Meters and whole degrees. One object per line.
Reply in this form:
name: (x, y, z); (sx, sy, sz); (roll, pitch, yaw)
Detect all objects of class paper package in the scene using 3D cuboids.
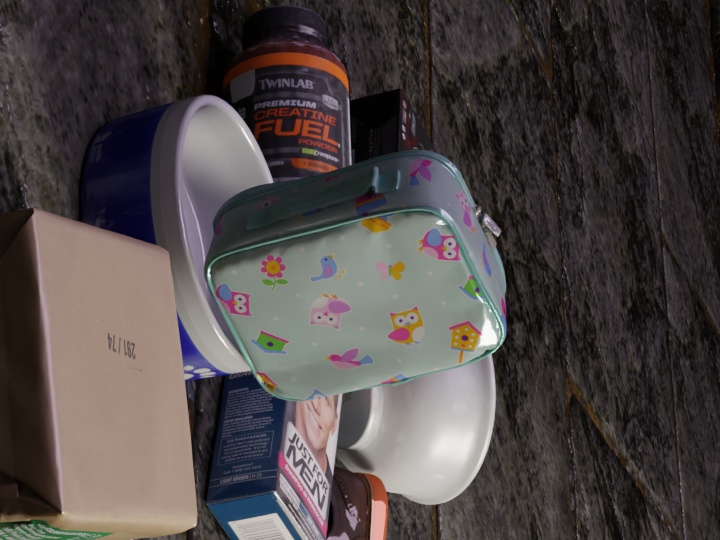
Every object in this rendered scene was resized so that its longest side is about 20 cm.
paper package: (-0.189, 0.070, 1.446); (0.200, 0.103, 0.192); (21, 60, -69)

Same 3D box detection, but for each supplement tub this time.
supplement tub: (-0.060, -0.112, 1.916); (0.107, 0.106, 0.202); (46, 37, -58)

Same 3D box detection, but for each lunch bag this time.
lunch bag: (0.000, 0.000, 1.638); (0.077, 0.198, 0.161); (-79, 149, -51)

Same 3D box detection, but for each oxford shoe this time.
oxford shoe: (-0.025, 0.256, 1.897); (0.072, 0.071, 0.202); (19, 60, -36)

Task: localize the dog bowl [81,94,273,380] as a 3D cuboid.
dog bowl: (-0.124, -0.022, 1.721); (0.200, 0.078, 0.202); (-11, 90, -72)

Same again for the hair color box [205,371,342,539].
hair color box: (-0.063, 0.125, 1.840); (0.100, 0.060, 0.201); (61, 25, -43)

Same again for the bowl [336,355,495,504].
bowl: (0.019, 0.097, 1.965); (0.090, 0.201, 0.203); (-3, 81, -35)

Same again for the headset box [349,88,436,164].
headset box: (0.039, -0.046, 2.208); (0.200, 0.074, 0.150); (57, 28, -46)
